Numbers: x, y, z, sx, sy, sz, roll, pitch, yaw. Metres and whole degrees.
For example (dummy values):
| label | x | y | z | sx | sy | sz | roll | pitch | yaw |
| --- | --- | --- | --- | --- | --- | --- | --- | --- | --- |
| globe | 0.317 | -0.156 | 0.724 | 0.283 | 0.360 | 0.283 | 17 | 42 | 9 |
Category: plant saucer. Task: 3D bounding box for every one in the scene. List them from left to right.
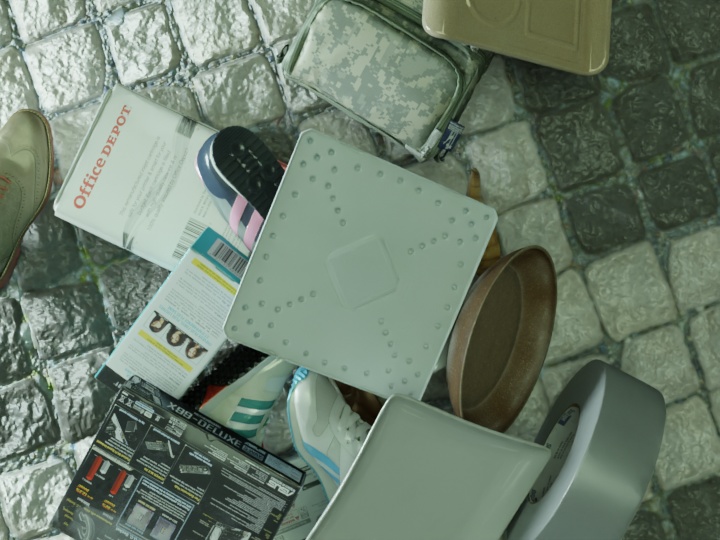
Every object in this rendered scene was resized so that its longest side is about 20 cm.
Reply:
| label | x | y | z | sx | sy | sz | roll | pitch | yaw |
| --- | --- | --- | --- | --- | --- | --- | --- | --- | --- |
| plant saucer | 0.135 | 0.069 | 1.013 | 0.036 | 0.200 | 0.202 | 18 | 86 | 31 |

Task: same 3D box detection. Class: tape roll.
| label | x | y | z | sx | sy | sz | roll | pitch | yaw |
| --- | --- | --- | --- | --- | --- | --- | --- | --- | --- |
| tape roll | 0.213 | 0.189 | 0.986 | 0.066 | 0.200 | 0.202 | 25 | 87 | 0 |

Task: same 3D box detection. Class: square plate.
| label | x | y | z | sx | sy | sz | roll | pitch | yaw |
| --- | --- | --- | --- | --- | --- | --- | --- | --- | --- |
| square plate | 0.056 | 0.220 | 0.967 | 0.197 | 0.028 | 0.201 | 23 | 104 | -28 |

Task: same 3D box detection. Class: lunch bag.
| label | x | y | z | sx | sy | sz | roll | pitch | yaw |
| --- | --- | --- | --- | --- | --- | --- | --- | --- | --- |
| lunch bag | 0.035 | -0.223 | 1.036 | 0.199 | 0.139 | 0.169 | 30 | 90 | -1 |

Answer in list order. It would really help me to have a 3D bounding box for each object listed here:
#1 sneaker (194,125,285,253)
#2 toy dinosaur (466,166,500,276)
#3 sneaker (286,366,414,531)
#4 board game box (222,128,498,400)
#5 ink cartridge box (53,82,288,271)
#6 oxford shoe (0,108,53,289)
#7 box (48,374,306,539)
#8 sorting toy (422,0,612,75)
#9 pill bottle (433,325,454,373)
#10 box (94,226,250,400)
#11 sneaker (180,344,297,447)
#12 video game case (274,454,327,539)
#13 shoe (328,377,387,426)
| label | x | y | z | sx | sy | sz | roll | pitch | yaw |
| --- | --- | --- | --- | --- | --- | --- | --- | --- | --- |
| sneaker | -0.087 | -0.043 | 0.982 | 0.070 | 0.082 | 0.201 | -36 | 103 | -29 |
| toy dinosaur | 0.118 | -0.043 | 1.039 | 0.060 | 0.106 | 0.201 | -29 | 124 | -20 |
| sneaker | -0.007 | 0.172 | 0.993 | 0.080 | 0.077 | 0.201 | -14 | 117 | 24 |
| board game box | 0.000 | 0.000 | 0.942 | 0.198 | 0.026 | 0.202 | 22 | 95 | -13 |
| ink cartridge box | -0.187 | -0.078 | 1.051 | 0.199 | 0.083 | 0.148 | 26 | 87 | 0 |
| oxford shoe | -0.367 | -0.072 | 1.051 | 0.070 | 0.075 | 0.202 | 14 | 87 | 1 |
| box | -0.175 | 0.221 | 0.994 | 0.199 | 0.050 | 0.159 | 29 | 96 | -1 |
| sorting toy | 0.150 | -0.291 | 0.971 | 0.198 | 0.036 | 0.187 | 7 | 84 | -25 |
| pill bottle | 0.024 | 0.011 | 1.035 | 0.113 | 0.114 | 0.201 | -28 | 88 | -2 |
| box | -0.175 | 0.057 | 1.008 | 0.082 | 0.049 | 0.200 | 38 | 120 | -7 |
| sneaker | -0.116 | 0.142 | 1.054 | 0.199 | 0.070 | 0.094 | -41 | 112 | 2 |
| video game case | -0.072 | 0.290 | 1.054 | 0.198 | 0.023 | 0.184 | -19 | 87 | -10 |
| shoe | 0.013 | 0.159 | 1.045 | 0.070 | 0.053 | 0.201 | -37 | 94 | -20 |
